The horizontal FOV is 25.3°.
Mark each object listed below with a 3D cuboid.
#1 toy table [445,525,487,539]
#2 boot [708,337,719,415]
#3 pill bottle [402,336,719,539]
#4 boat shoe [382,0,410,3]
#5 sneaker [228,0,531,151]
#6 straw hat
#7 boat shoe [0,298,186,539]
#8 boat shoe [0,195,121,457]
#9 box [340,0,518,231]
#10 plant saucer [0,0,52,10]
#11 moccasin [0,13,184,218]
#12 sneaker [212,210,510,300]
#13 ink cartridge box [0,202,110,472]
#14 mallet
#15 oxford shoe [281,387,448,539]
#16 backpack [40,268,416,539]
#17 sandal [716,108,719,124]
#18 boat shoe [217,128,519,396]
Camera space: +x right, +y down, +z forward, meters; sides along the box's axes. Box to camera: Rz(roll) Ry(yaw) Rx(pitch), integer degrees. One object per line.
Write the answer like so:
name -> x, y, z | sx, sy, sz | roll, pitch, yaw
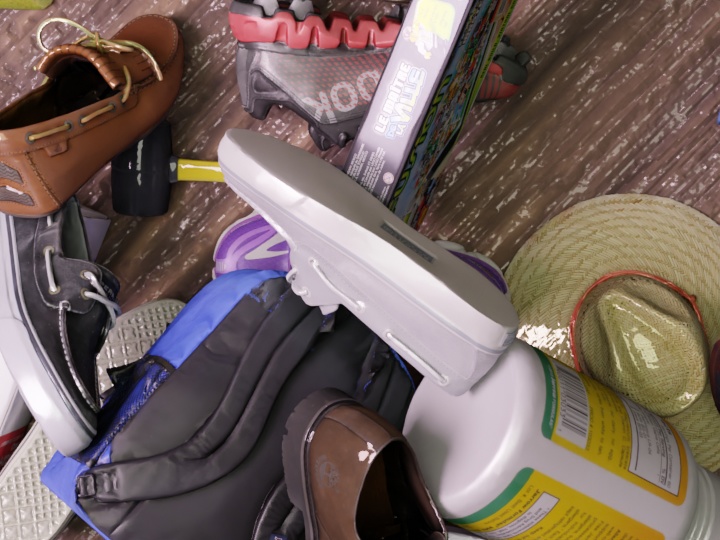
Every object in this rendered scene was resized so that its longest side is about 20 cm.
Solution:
toy table -> 0.040, 0.221, 1.028 | 0.198, 0.117, 0.186 | 12, 93, 4
boot -> 0.285, 0.091, 1.005 | 0.096, 0.075, 0.201 | -33, 128, -6
pill bottle -> 0.130, 0.124, 0.961 | 0.199, 0.113, 0.113 | 28, 93, -30
boat shoe -> -0.048, -0.223, 1.046 | 0.198, 0.068, 0.076 | 9, 92, 3
sneaker -> 0.009, -0.124, 1.046 | 0.198, 0.071, 0.099 | 7, 105, -4
straw hat -> 0.182, 0.049, 1.030 | 0.199, 0.085, 0.203 | 0, 92, 4
boat shoe -> -0.178, 0.101, 1.067 | 0.074, 0.062, 0.201 | 38, 78, -6
boat shoe -> -0.175, 0.017, 0.934 | 0.070, 0.072, 0.201 | -24, 50, -2
box -> 0.038, -0.101, 0.960 | 0.035, 0.110, 0.201 | 28, 111, 13
plant saucer -> -0.301, -0.283, 1.071 | 0.197, 0.048, 0.202 | 4, 92, 3
moccasin -> -0.173, -0.114, 1.003 | 0.073, 0.201, 0.078 | 11, 127, 27
sneaker -> 0.000, 0.000, 1.041 | 0.198, 0.083, 0.082 | 7, 91, 5
ink cartridge box -> -0.272, 0.027, 1.059 | 0.143, 0.084, 0.202 | 23, 93, 3
mallet -> -0.070, -0.074, 1.056 | 0.198, 0.041, 0.067 | -3, 102, 8
oxford shoe -> 0.013, 0.169, 0.903 | 0.072, 0.084, 0.202 | -33, 122, -30
backpack -> -0.081, 0.094, 0.979 | 0.163, 0.167, 0.200 | 45, 77, -22
sandal -> 0.296, -0.061, 1.030 | 0.086, 0.079, 0.201 | -27, 81, 7
boat shoe -> -0.006, -0.004, 0.907 | 0.199, 0.072, 0.069 | 34, 111, 1
